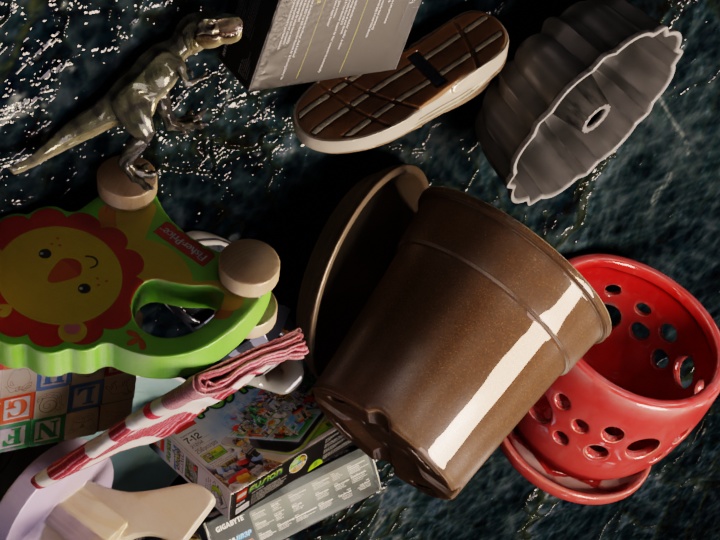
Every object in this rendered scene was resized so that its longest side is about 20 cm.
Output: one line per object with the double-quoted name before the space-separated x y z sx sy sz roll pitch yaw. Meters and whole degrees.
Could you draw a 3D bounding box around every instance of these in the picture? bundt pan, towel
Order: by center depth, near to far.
"towel" -0.146 0.110 1.647 0.199 0.023 0.144 -32 174 36
"bundt pan" 0.177 -0.154 1.830 0.201 0.076 0.202 -36 159 -16

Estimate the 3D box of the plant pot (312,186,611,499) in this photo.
"plant pot" 0.074 0.069 1.802 0.199 0.199 0.201 -52 149 -15

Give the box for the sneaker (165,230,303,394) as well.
"sneaker" -0.101 0.038 1.796 0.078 0.080 0.200 -41 145 3

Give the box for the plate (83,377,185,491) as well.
"plate" -0.225 0.157 1.856 0.199 0.026 0.201 -26 144 -21

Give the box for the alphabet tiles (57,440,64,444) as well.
"alphabet tiles" -0.284 0.101 1.721 0.165 0.006 0.201 -17 135 -22

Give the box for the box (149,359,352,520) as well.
"box" -0.073 0.129 1.868 0.199 0.110 0.035 -30 143 -35

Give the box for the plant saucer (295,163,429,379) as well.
"plant saucer" 0.000 0.000 1.833 0.200 0.029 0.201 -51 154 -37

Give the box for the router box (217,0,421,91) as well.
"router box" -0.011 -0.233 1.594 0.148 0.051 0.201 -12 137 -39

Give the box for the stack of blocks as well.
"stack of blocks" -0.274 0.079 1.659 0.199 0.059 0.116 -10 132 -27

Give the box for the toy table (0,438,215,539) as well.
"toy table" -0.218 0.226 1.756 0.184 0.117 0.200 -55 168 2

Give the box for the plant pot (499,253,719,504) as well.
"plant pot" 0.236 0.113 2.116 0.199 0.201 0.183 -14 146 -34

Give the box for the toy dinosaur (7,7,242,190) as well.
"toy dinosaur" -0.162 -0.115 1.590 0.200 0.047 0.088 -39 132 -2

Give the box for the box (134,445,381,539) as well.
"box" -0.104 0.213 1.912 0.199 0.046 0.158 -22 -173 -39

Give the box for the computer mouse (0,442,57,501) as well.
"computer mouse" -0.310 0.218 1.768 0.200 0.046 0.141 -38 137 1

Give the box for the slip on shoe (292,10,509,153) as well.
"slip on shoe" 0.032 -0.142 1.734 0.199 0.076 0.061 -33 158 -23

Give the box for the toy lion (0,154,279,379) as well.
"toy lion" -0.186 0.014 1.585 0.192 0.199 0.069 -41 154 -34
